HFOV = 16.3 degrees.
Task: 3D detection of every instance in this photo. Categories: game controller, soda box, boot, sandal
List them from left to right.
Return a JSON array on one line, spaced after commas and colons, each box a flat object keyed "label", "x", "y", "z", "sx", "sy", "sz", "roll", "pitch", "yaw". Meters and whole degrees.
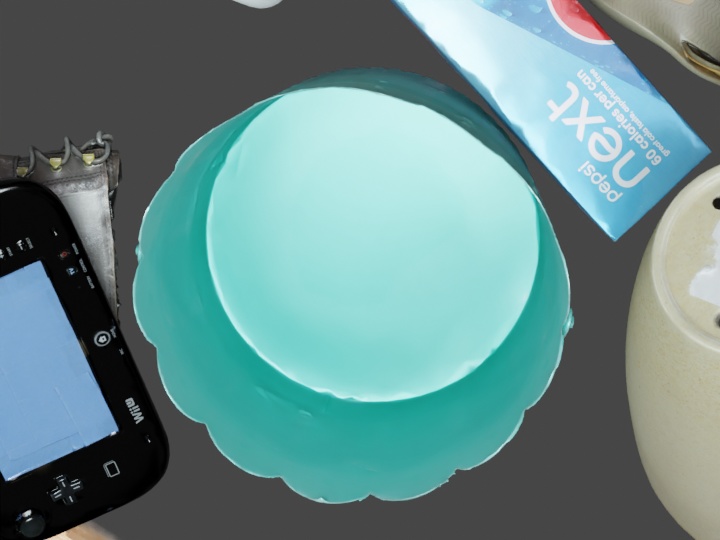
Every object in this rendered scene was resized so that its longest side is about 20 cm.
[{"label": "boot", "x": -0.205, "y": -0.045, "z": 1.242, "sx": 0.173, "sy": 0.069, "sz": 0.201, "roll": -10, "pitch": 106, "yaw": -2}, {"label": "game controller", "x": -0.167, "y": 0.046, "z": 1.227, "sx": 0.104, "sy": 0.042, "sz": 0.201, "roll": -19, "pitch": 124, "yaw": 2}, {"label": "soda box", "x": 0.080, "y": -0.112, "z": 1.238, "sx": 0.068, "sy": 0.064, "sz": 0.200, "roll": -42, "pitch": 97, "yaw": 4}, {"label": "sandal", "x": 0.197, "y": -0.124, "z": 1.242, "sx": 0.199, "sy": 0.054, "sz": 0.081, "roll": 24, "pitch": 96, "yaw": -9}]

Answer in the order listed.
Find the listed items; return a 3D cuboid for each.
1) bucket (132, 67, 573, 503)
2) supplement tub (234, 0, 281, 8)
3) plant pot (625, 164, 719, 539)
[{"label": "bucket", "x": 0.000, "y": 0.000, "z": 1.202, "sx": 0.206, "sy": 0.135, "sz": 0.208, "roll": 1, "pitch": 102, "yaw": 6}, {"label": "supplement tub", "x": -0.066, "y": -0.239, "z": 1.177, "sx": 0.144, "sy": 0.145, "sz": 0.201, "roll": 22, "pitch": 96, "yaw": -4}, {"label": "plant pot", "x": 0.198, "y": 0.028, "z": 1.154, "sx": 0.186, "sy": 0.200, "sz": 0.188, "roll": -6, "pitch": 68, "yaw": 15}]
